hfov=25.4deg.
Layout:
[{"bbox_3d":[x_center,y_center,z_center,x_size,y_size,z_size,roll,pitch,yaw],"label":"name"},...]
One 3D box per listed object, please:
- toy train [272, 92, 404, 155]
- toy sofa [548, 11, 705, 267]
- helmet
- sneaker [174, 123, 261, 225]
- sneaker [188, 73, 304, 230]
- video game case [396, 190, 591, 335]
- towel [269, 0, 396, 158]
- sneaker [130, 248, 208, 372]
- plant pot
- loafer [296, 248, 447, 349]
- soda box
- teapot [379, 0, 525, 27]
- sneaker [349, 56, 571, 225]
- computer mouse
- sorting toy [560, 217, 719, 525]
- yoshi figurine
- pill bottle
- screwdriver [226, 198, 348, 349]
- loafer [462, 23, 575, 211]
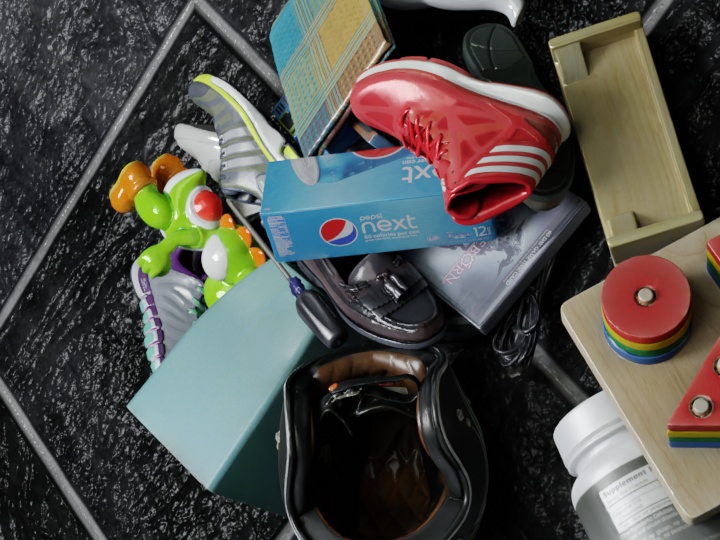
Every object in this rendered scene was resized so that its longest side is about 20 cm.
[{"bbox_3d":[-0.002,-0.139,1.490,0.115,0.086,0.200,-54,35,9],"label":"toy train"},{"bbox_3d":[0.225,-0.103,1.336,0.082,0.098,0.202,-17,69,9],"label":"toy sofa"},{"bbox_3d":[0.020,0.173,1.368,0.198,0.199,0.193,2,109,39],"label":"helmet"},{"bbox_3d":[-0.122,-0.093,1.617,0.199,0.075,0.090,24,109,38],"label":"sneaker"},{"bbox_3d":[-0.112,-0.113,1.527,0.081,0.074,0.200,-45,58,4],"label":"sneaker"},{"bbox_3d":[0.092,-0.049,1.426,0.143,0.019,0.200,-49,48,-2],"label":"video game case"},{"bbox_3d":[-0.029,-0.211,1.470,0.147,0.022,0.201,-54,35,30],"label":"towel"},{"bbox_3d":[-0.173,0.051,1.628,0.087,0.074,0.202,-35,61,23],"label":"sneaker"},{"bbox_3d":[-0.087,0.100,1.509,0.141,0.141,0.201,37,94,37],"label":"plant pot"},{"bbox_3d":[0.000,0.000,1.414,0.200,0.071,0.063,38,150,43],"label":"loafer"},{"bbox_3d":[0.017,-0.061,1.386,0.197,0.065,0.068,-5,46,11],"label":"soda box"},{"bbox_3d":[0.074,-0.339,1.451,0.144,0.202,0.198,-10,29,1],"label":"teapot"},{"bbox_3d":[0.063,-0.106,1.317,0.198,0.079,0.116,10,52,28],"label":"sneaker"},{"bbox_3d":[0.085,0.030,1.431,0.198,0.053,0.140,-1,64,33],"label":"computer mouse"},{"bbox_3d":[0.280,0.051,1.199,0.197,0.070,0.201,-28,61,-3],"label":"sorting toy"},{"bbox_3d":[-0.160,-0.021,1.595,0.112,0.112,0.200,-46,67,-6],"label":"yoshi figurine"},{"bbox_3d":[0.234,0.195,1.242,0.114,0.113,0.201,-40,59,26],"label":"pill bottle"},{"bbox_3d":[-0.068,-0.003,1.456,0.201,0.029,0.028,55,144,35],"label":"screwdriver"},{"bbox_3d":[0.139,-0.127,1.404,0.071,0.063,0.202,-11,56,-8],"label":"loafer"}]
